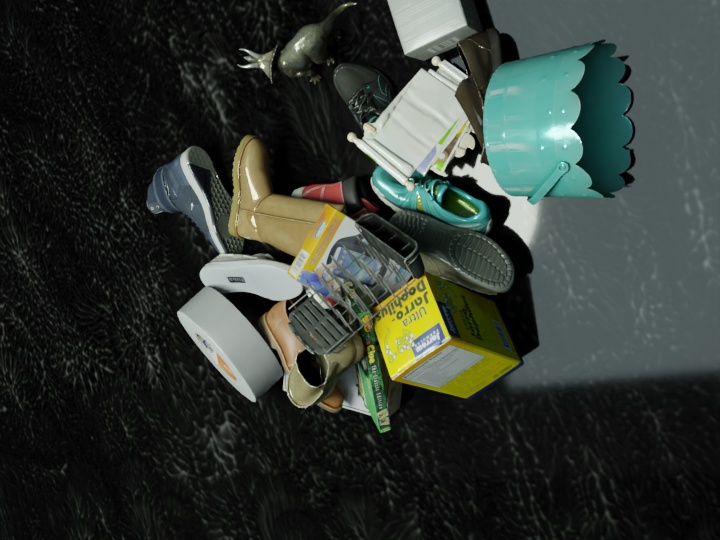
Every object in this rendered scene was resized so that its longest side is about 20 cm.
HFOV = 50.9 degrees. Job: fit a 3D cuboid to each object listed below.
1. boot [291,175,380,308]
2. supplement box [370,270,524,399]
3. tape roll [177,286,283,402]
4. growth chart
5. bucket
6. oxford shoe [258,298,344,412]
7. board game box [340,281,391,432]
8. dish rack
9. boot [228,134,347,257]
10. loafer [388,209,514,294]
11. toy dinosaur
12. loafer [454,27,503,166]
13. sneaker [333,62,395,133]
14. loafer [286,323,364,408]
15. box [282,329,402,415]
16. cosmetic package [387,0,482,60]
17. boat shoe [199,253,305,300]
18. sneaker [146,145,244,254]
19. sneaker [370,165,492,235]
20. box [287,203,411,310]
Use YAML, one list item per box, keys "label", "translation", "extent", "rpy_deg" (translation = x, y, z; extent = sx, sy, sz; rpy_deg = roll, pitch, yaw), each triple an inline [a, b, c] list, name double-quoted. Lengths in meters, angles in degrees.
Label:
- label: "boot"
  translation: [-0.029, -0.044, 1.215]
  extent: [0.142, 0.072, 0.204]
  rpy_deg: [-8, 92, 26]
- label: "supplement box"
  translation: [0.124, 0.097, 1.075]
  extent: [0.108, 0.199, 0.111]
  rpy_deg: [-38, 54, 26]
- label: "tape roll"
  translation: [-0.219, 0.124, 1.271]
  extent: [0.200, 0.066, 0.201]
  rpy_deg: [42, 159, 20]
- label: "growth chart"
  translation: [0.098, -0.211, 1.091]
  extent: [0.200, 0.018, 0.145]
  rpy_deg: [-44, 83, -7]
- label: "bucket"
  translation: [0.256, -0.186, 0.975]
  extent: [0.133, 0.206, 0.211]
  rpy_deg: [1, 100, 37]
- label: "oxford shoe"
  translation: [-0.083, 0.134, 1.205]
  extent: [0.071, 0.071, 0.201]
  rpy_deg: [-41, 79, 22]
- label: "board game box"
  translation: [0.007, 0.127, 1.113]
  extent: [0.023, 0.105, 0.203]
  rpy_deg: [-16, 118, -12]
- label: "dish rack"
  translation: [-0.016, 0.021, 1.033]
  extent: [0.199, 0.153, 0.055]
  rpy_deg: [-41, 123, -8]
- label: "boot"
  translation: [-0.107, -0.110, 1.188]
  extent: [0.197, 0.066, 0.179]
  rpy_deg: [15, 106, 27]
- label: "loafer"
  translation: [0.131, -0.022, 1.102]
  extent: [0.198, 0.070, 0.076]
  rpy_deg: [28, 67, 12]
- label: "toy dinosaur"
  translation: [-0.083, -0.340, 1.169]
  extent: [0.198, 0.102, 0.078]
  rpy_deg: [-22, 90, 29]
- label: "loafer"
  translation: [0.166, -0.237, 1.058]
  extent: [0.070, 0.073, 0.204]
  rpy_deg: [-3, 75, 5]
- label: "sneaker"
  translation: [0.025, -0.244, 1.147]
  extent: [0.200, 0.079, 0.076]
  rpy_deg: [48, 115, 13]
- label: "loafer"
  translation: [-0.067, 0.141, 1.092]
  extent: [0.077, 0.067, 0.201]
  rpy_deg: [59, 139, 21]
- label: "box"
  translation: [-0.029, 0.160, 1.254]
  extent: [0.197, 0.060, 0.119]
  rpy_deg: [10, 103, 24]
- label: "cosmetic package"
  translation: [0.090, -0.419, 1.081]
  extent: [0.105, 0.090, 0.204]
  rpy_deg: [-16, 89, 28]
- label: "boat shoe"
  translation: [-0.168, 0.000, 1.245]
  extent: [0.197, 0.070, 0.072]
  rpy_deg: [1, 127, 29]
- label: "sneaker"
  translation: [-0.293, -0.101, 1.335]
  extent: [0.145, 0.077, 0.205]
  rpy_deg: [-18, 99, 36]
- label: "sneaker"
  translation: [0.107, -0.114, 1.118]
  extent: [0.198, 0.080, 0.078]
  rpy_deg: [26, 73, 14]
- label: "box"
  translation: [0.000, 0.000, 1.143]
  extent: [0.120, 0.198, 0.041]
  rpy_deg: [-59, 31, 2]
